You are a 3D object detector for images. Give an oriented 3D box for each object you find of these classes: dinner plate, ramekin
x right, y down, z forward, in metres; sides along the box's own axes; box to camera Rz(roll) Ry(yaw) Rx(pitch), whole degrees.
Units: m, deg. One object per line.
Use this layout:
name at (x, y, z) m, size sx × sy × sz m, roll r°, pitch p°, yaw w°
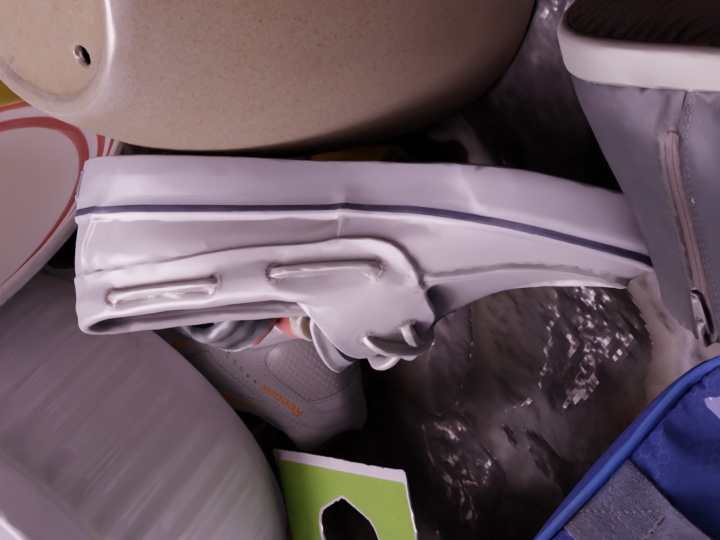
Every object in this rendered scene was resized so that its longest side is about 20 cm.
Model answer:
dinner plate at (-0.168, -0.008, 0.968) m, size 0.200 × 0.200 × 0.024 m, roll 8°, pitch 138°, yaw 49°
ramekin at (-0.121, 0.093, 1.001) m, size 0.200 × 0.105 × 0.201 m, roll 29°, pitch 148°, yaw 21°

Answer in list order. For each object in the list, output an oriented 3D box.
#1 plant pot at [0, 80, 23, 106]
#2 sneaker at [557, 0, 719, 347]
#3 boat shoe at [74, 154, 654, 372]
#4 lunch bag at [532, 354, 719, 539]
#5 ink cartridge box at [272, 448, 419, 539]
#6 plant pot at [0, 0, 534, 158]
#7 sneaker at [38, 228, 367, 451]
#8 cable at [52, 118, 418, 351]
plant pot at (-0.198, -0.167, 0.948) m, size 0.200 × 0.200 × 0.190 m, roll 18°, pitch 113°, yaw 44°
sneaker at (0.149, -0.026, 0.714) m, size 0.200 × 0.075 × 0.107 m, roll 15°, pitch 135°, yaw 50°
boat shoe at (0.000, 0.000, 0.839) m, size 0.199 × 0.072 × 0.066 m, roll 4°, pitch 83°, yaw 12°
lunch bag at (0.139, 0.126, 0.723) m, size 0.200 × 0.132 × 0.136 m, roll 43°, pitch 101°, yaw 22°
ink cartridge box at (0.044, 0.156, 0.927) m, size 0.148 × 0.075 × 0.201 m, roll 179°, pitch 78°, yaw -71°
plant pot at (-0.059, -0.116, 0.844) m, size 0.200 × 0.134 × 0.201 m, roll 31°, pitch 136°, yaw 35°
sneaker at (-0.076, 0.023, 1.020) m, size 0.200 × 0.076 × 0.092 m, roll 16°, pitch 130°, yaw 47°
cable at (-0.055, -0.020, 0.954) m, size 0.200 × 0.097 × 0.050 m, roll 19°, pitch 162°, yaw 50°
